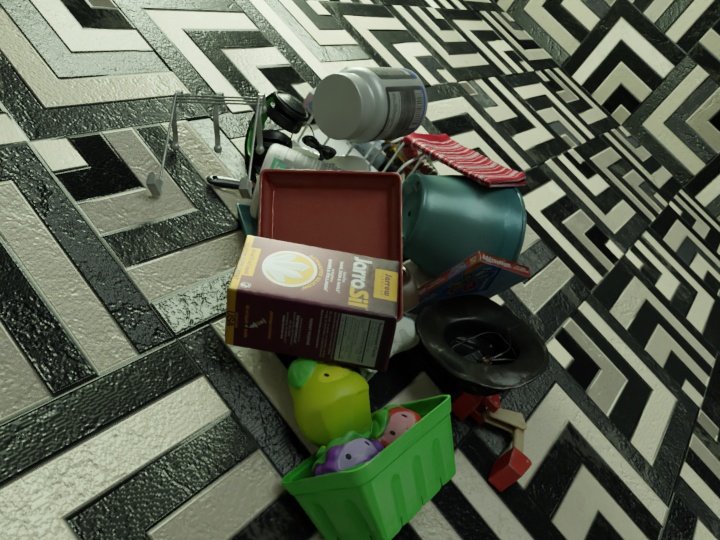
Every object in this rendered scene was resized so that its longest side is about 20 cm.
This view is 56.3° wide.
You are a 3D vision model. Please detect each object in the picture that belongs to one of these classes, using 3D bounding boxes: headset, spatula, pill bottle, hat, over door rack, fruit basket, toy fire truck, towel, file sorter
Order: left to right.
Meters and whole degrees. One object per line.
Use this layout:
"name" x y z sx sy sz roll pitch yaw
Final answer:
"over door rack" -0.219 -0.179 0.990 0.143 0.067 0.204 2 55 2
"spatula" -0.151 -0.124 1.073 0.196 0.021 0.057 14 37 -31
"headset" -0.117 -0.215 1.076 0.093 0.126 0.199 22 3 -35
"pill bottle" -0.056 -0.100 0.997 0.195 0.115 0.114 19 38 -5
"fruit basket" -0.001 0.183 0.781 0.213 0.153 0.221 23 57 -41
"file sorter" 0.002 -0.224 1.232 0.200 0.125 0.138 44 35 7
"pill bottle" 0.017 -0.266 1.079 0.114 0.114 0.198 49 34 14
"towel" 0.184 -0.197 1.188 0.198 0.023 0.143 35 28 32
"hat" 0.169 0.124 0.976 0.194 0.083 0.203 4 34 -3
"toy fire truck" 0.206 0.216 1.017 0.141 0.049 0.200 44 35 4

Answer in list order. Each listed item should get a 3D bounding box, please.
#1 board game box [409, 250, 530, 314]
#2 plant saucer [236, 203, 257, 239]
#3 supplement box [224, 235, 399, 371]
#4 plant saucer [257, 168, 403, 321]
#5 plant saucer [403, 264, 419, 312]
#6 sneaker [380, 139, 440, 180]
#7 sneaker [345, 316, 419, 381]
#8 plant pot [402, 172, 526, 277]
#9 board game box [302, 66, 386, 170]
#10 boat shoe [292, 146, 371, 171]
"board game box" 0.155 0.029 1.041 0.101 0.199 0.020 14 60 -30
"plant saucer" -0.131 -0.015 0.979 0.069 0.019 0.203 8 48 -38
"supplement box" -0.055 0.038 0.808 0.194 0.087 0.112 10 37 -2
"plant saucer" -0.041 -0.031 0.908 0.193 0.037 0.206 1 78 -4
"plant saucer" 0.000 0.000 1.008 0.195 0.033 0.201 15 22 -6
"sneaker" 0.118 -0.204 1.330 0.203 0.077 0.082 61 29 -7
"sneaker" 0.006 0.113 0.927 0.196 0.077 0.082 -5 57 -35
"plant pot" 0.153 -0.077 1.164 0.184 0.202 0.203 16 41 -20
"board game box" 0.000 -0.322 1.402 0.199 0.044 0.200 40 36 -2
"boat shoe" -0.065 -0.154 1.102 0.195 0.069 0.073 4 57 23
